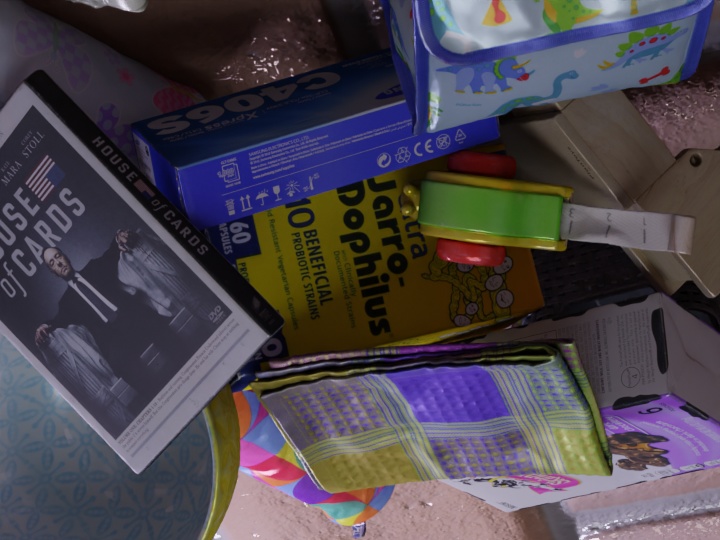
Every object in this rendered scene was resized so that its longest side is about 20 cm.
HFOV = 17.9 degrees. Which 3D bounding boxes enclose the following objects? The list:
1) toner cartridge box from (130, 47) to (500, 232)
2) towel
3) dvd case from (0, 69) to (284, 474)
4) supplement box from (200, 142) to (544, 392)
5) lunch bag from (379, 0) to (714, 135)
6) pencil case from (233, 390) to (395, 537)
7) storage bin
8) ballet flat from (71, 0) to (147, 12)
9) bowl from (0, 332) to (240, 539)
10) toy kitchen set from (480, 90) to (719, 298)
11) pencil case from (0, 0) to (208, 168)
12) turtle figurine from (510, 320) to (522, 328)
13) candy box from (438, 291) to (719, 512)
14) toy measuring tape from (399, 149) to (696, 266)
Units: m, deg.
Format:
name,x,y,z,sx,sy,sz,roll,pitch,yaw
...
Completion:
name,x,y,z,sx,sy,sz,roll,pitch,yaw
toner cartridge box,-0.027,-0.083,1.345,0.199,0.095,0.043,-18,116,-17
towel,0.045,0.092,1.382,0.198,0.023,0.144,-5,143,16
dvd case,-0.155,0.003,1.316,0.200,0.025,0.150,45,127,1
supplement box,0.000,0.000,1.442,0.198,0.110,0.110,-13,174,-12
lunch bag,0.098,-0.171,1.204,0.169,0.128,0.200,-12,153,-7
pencil case,-0.058,0.127,1.704,0.088,0.089,0.200,-28,136,31
storage bin,0.199,0.052,1.609,0.134,0.094,0.200,-14,144,15
ballet flat,-0.108,-0.180,1.289,0.198,0.072,0.072,-9,144,9
bowl,-0.148,0.097,1.437,0.199,0.201,0.108,-26,177,29
toy kitchen set,0.181,-0.114,1.414,0.200,0.180,0.163,49,168,-11
pencil case,-0.178,-0.098,1.375,0.199,0.091,0.083,28,134,-34
turtle figurine,0.042,0.069,1.644,0.161,0.065,0.199,-31,136,33
candy box,0.141,0.090,1.480,0.199,0.072,0.167,-15,156,28
toy measuring tape,0.096,-0.032,1.322,0.199,0.074,0.074,10,158,41
